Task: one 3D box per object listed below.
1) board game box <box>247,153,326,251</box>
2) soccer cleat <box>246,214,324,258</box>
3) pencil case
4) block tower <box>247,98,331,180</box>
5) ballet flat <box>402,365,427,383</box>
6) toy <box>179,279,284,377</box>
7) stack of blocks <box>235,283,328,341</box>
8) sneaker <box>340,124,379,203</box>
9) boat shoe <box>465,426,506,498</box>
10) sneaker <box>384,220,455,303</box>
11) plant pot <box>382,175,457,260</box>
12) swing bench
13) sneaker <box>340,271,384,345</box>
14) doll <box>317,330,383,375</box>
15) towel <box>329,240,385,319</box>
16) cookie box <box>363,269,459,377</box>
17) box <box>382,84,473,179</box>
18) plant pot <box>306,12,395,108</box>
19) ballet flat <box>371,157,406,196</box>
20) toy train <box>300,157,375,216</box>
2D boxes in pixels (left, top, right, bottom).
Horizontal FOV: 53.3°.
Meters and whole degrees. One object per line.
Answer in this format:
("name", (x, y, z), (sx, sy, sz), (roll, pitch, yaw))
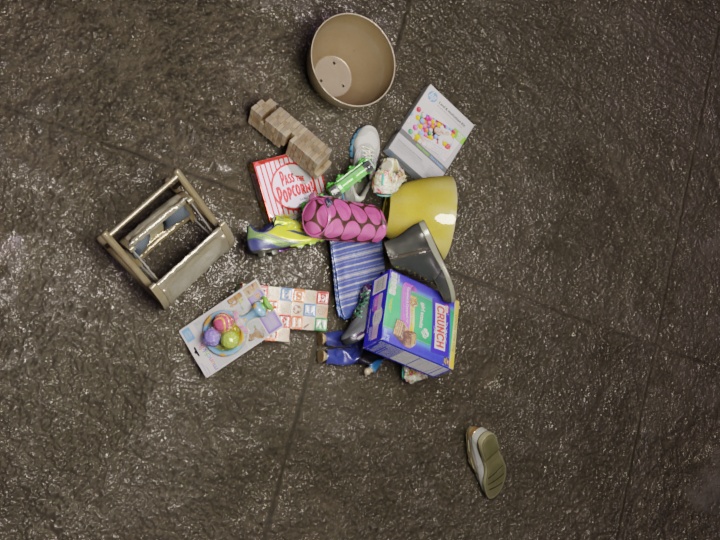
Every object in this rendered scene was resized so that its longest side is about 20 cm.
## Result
("board game box", (-0.148, -0.156, 1.591), (0.150, 0.046, 0.202), (-19, 96, -24))
("soccer cleat", (-0.148, -0.083, 1.529), (0.198, 0.065, 0.085), (-14, 91, -24))
("pencil case", (-0.031, -0.110, 1.531), (0.199, 0.090, 0.095), (6, 59, -51))
("block tower", (-0.150, -0.288, 1.552), (0.200, 0.058, 0.054), (41, 61, 4))
("ballet flat", (0.131, 0.162, 1.676), (0.063, 0.076, 0.202), (-2, 87, 18))
("toy", (-0.270, 0.119, 1.474), (0.199, 0.047, 0.116), (-33, 84, 2))
("stack of blocks", (-0.173, 0.095, 1.564), (0.198, 0.058, 0.117), (6, 86, -23))
("sneaker", (0.012, -0.240, 1.644), (0.074, 0.087, 0.202), (15, 81, -20))
("boat shoe", (0.304, 0.464, 1.757), (0.074, 0.068, 0.202), (-25, 118, -27))
("sneaker", (0.131, -0.003, 1.566), (0.105, 0.075, 0.201), (-24, 109, 8))
("plant pot", (0.126, -0.125, 1.644), (0.140, 0.200, 0.202), (7, 85, -9))
("swing bench", (-0.382, -0.058, 1.441), (0.199, 0.129, 0.200), (-46, 106, -19))
("sneaker", (0.007, 0.085, 1.605), (0.200, 0.074, 0.088), (-41, 105, -41))
("doll", (0.000, 0.170, 1.643), (0.198, 0.048, 0.138), (4, 78, -24))
("towel", (0.000, 0.000, 1.638), (0.144, 0.024, 0.202), (-14, 103, -33))
("cookie box", (0.115, 0.118, 1.578), (0.199, 0.075, 0.173), (24, 58, -26))
("box", (0.167, -0.321, 1.740), (0.156, 0.041, 0.201), (38, 73, -18))
("plant pot", (-0.039, -0.449, 1.602), (0.198, 0.134, 0.203), (1, 87, -24))
("ballet flat", (0.066, -0.218, 1.611), (0.075, 0.200, 0.065), (2, 110, 5))
("toy train", (-0.048, -0.179, 1.560), (0.199, 0.056, 0.042), (-38, 103, -6))
